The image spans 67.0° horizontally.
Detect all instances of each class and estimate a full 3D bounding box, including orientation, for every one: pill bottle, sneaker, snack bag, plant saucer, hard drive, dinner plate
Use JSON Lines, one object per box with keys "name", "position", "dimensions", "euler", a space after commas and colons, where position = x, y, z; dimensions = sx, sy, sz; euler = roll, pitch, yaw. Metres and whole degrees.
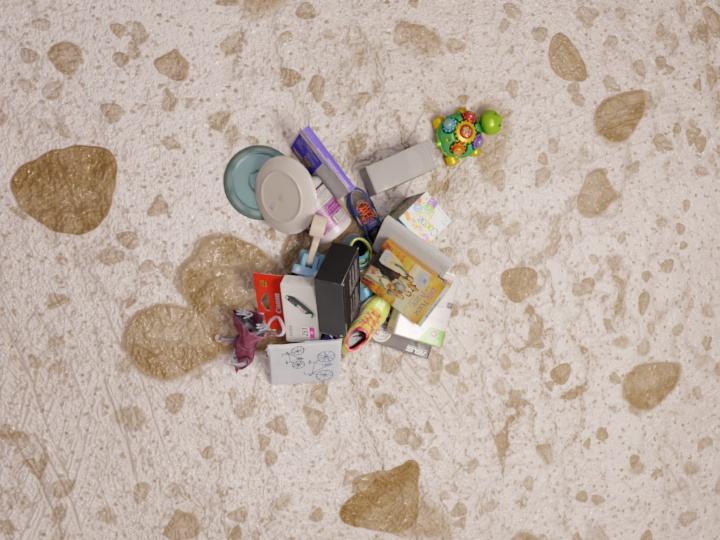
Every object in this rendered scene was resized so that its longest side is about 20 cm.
{"name": "pill bottle", "position": [-0.124, -0.176, 1.445], "dimensions": [0.112, 0.112, 0.201], "euler": [-40, 104, -7]}
{"name": "sneaker", "position": [0.027, -0.138, 1.500], "dimensions": [0.075, 0.078, 0.202], "euler": [-30, 98, -9]}
{"name": "snack bag", "position": [-0.149, 0.246, 1.450], "dimensions": [0.197, 0.022, 0.190], "euler": [-4, 138, -9]}
{"name": "plant saucer", "position": [-0.268, -0.237, 1.466], "dimensions": [0.197, 0.027, 0.203], "euler": [-1, 93, -12]}
{"name": "sneaker", "position": [0.018, 0.149, 1.458], "dimensions": [0.078, 0.090, 0.201], "euler": [39, 82, -8]}
{"name": "hard drive", "position": [0.129, -0.040, 1.391], "dimensions": [0.199, 0.132, 0.026], "euler": [36, 55, 9]}
{"name": "sneaker", "position": [0.000, 0.000, 1.474], "dimensions": [0.079, 0.131, 0.202], "euler": [-17, 96, -9]}
{"name": "dinner plate", "position": [-0.198, -0.189, 1.390], "dimensions": [0.198, 0.024, 0.203], "euler": [11, 112, 30]}

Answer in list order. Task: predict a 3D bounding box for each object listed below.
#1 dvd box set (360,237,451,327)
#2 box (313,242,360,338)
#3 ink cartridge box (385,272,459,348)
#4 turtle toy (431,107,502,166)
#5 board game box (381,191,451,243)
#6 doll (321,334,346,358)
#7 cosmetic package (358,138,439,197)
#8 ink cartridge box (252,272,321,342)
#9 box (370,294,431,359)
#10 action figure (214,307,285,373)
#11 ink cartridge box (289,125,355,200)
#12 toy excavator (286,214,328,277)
{"name": "dvd box set", "position": [0.113, 0.032, 1.389], "dimensions": [0.199, 0.029, 0.147], "euler": [37, 122, 7]}
{"name": "box", "position": [-0.056, 0.053, 1.400], "dimensions": [0.078, 0.142, 0.201], "euler": [9, 135, 11]}
{"name": "ink cartridge box", "position": [0.170, 0.093, 1.489], "dimensions": [0.144, 0.084, 0.202], "euler": [18, 83, -11]}
{"name": "turtle toy", "position": [0.302, -0.390, 1.530], "dimensions": [0.198, 0.101, 0.147], "euler": [-24, 97, -9]}
{"name": "board game box", "position": [0.145, -0.132, 1.461], "dimensions": [0.103, 0.200, 0.105], "euler": [-43, 100, -6]}
{"name": "doll", "position": [-0.101, 0.148, 1.503], "dimensions": [0.199, 0.048, 0.137], "euler": [39, 84, -10]}
{"name": "cosmetic package", "position": [0.104, -0.279, 1.496], "dimensions": [0.198, 0.107, 0.091], "euler": [-22, 97, -11]}
{"name": "ink cartridge box", "position": [-0.191, 0.100, 1.410], "dimensions": [0.171, 0.044, 0.202], "euler": [5, 128, 6]}
{"name": "box", "position": [0.122, 0.146, 1.548], "dimensions": [0.198, 0.044, 0.162], "euler": [19, 87, -11]}
{"name": "action figure", "position": [-0.298, 0.187, 1.434], "dimensions": [0.147, 0.134, 0.201], "euler": [-3, 132, -28]}
{"name": "ink cartridge box", "position": [-0.096, -0.275, 1.408], "dimensions": [0.043, 0.200, 0.199], "euler": [-40, 99, -11]}
{"name": "toy excavator", "position": [-0.129, -0.033, 1.420], "dimensions": [0.099, 0.194, 0.202], "euler": [14, 84, 0]}
